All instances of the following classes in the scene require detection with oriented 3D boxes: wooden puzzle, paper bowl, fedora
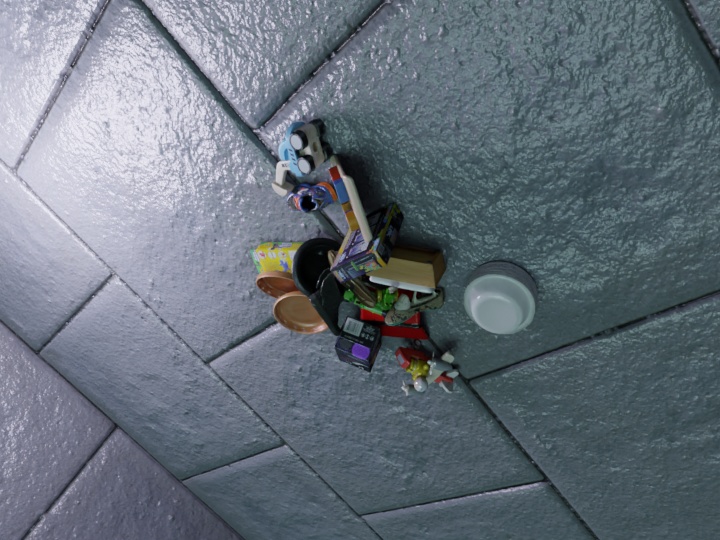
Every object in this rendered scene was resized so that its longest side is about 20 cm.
[{"bbox_3d":[-0.036,-0.186,1.460,0.045,0.201,0.189,-22,120,-4],"label":"wooden puzzle"},{"bbox_3d":[0.377,0.087,1.516,0.195,0.105,0.205,14,131,17],"label":"paper bowl"},{"bbox_3d":[-0.124,-0.003,1.669,0.202,0.201,0.091,51,160,-18],"label":"fedora"}]

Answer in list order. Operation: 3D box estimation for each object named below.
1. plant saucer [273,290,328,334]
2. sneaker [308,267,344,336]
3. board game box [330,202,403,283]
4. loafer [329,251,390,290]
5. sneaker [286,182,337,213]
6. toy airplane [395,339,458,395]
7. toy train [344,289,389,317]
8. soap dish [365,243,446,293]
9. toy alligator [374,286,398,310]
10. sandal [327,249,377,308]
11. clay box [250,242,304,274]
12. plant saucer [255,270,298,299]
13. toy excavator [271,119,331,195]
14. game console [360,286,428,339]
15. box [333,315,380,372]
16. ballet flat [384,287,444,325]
[{"bbox_3d":[-0.182,0.131,1.793,0.193,0.038,0.203,5,138,4],"label":"plant saucer"},{"bbox_3d":[-0.079,0.095,1.613,0.103,0.060,0.202,-37,126,-5],"label":"sneaker"},{"bbox_3d":[0.020,-0.074,1.499,0.163,0.203,0.057,-23,121,37],"label":"board game box"},{"bbox_3d":[0.000,0.000,1.637,0.195,0.068,0.077,25,102,-5],"label":"loafer"},{"bbox_3d":[-0.152,-0.198,1.553,0.197,0.078,0.077,-5,119,50],"label":"sneaker"},{"bbox_3d":[0.211,0.330,1.755,0.193,0.142,0.205,0,125,25],"label":"toy airplane"},{"bbox_3d":[0.014,0.089,1.681,0.195,0.058,0.042,20,165,22],"label":"toy train"},{"bbox_3d":[0.129,-0.013,1.531,0.194,0.157,0.084,10,111,17],"label":"soap dish"},{"bbox_3d":[0.076,0.080,1.552,0.057,0.056,0.200,1,174,-6],"label":"toy alligator"},{"bbox_3d":[-0.018,0.019,1.570,0.200,0.054,0.081,46,154,5],"label":"sandal"},{"bbox_3d":[-0.245,-0.031,1.762,0.194,0.048,0.117,3,128,25],"label":"clay box"},{"bbox_3d":[-0.236,0.050,1.784,0.194,0.033,0.202,10,156,5],"label":"plant saucer"},{"bbox_3d":[-0.179,-0.300,1.508,0.195,0.100,0.199,8,127,37],"label":"toy excavator"},{"bbox_3d":[0.109,0.131,1.736,0.194,0.118,0.179,2,95,23],"label":"game console"},{"bbox_3d":[-0.005,0.234,1.756,0.119,0.109,0.201,20,162,9],"label":"box"},{"bbox_3d":[0.153,0.092,1.598,0.068,0.195,0.077,-135,34,-53],"label":"ballet flat"}]
